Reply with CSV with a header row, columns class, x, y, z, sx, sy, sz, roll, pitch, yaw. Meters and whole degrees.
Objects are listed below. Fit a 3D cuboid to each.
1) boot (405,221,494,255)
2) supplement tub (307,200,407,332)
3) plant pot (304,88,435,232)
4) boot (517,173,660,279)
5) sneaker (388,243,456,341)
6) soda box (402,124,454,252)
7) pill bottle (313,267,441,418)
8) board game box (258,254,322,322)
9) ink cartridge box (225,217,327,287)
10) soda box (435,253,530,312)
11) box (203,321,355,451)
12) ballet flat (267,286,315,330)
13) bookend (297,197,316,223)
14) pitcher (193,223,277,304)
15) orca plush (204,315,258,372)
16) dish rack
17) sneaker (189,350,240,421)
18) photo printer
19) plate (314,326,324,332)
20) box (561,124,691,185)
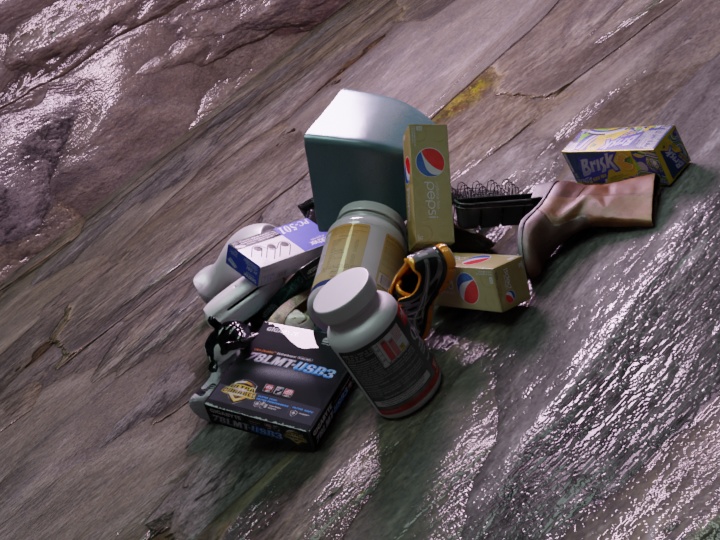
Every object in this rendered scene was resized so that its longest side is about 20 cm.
class,x,y,z,sx,sy,sz,roll,pitch,yaw
boot,0.138,-0.025,1.747,0.199,0.074,0.098,9,71,50
supplement tub,0.000,0.000,1.709,0.143,0.144,0.202,-15,46,37
plant pot,0.037,-0.192,1.837,0.197,0.198,0.197,6,37,21
boot,0.347,-0.064,1.556,0.198,0.069,0.189,0,43,32
sneaker,0.073,0.044,1.563,0.076,0.202,0.078,-6,40,-37
soda box,0.110,-0.134,1.685,0.067,0.203,0.064,0,-13,-9
pill bottle,0.023,0.103,1.471,0.115,0.201,0.116,-27,25,14
board game box,-0.097,0.018,1.860,0.135,0.028,0.200,-35,-5,-36
ink cartridge box,-0.143,-0.036,1.897,0.094,0.045,0.199,34,37,32
soda box,0.164,0.015,1.574,0.063,0.069,0.199,-22,15,-32
box,-0.114,0.175,1.623,0.197,0.050,0.199,10,46,27
ballet flat,-0.087,0.069,1.784,0.200,0.068,0.067,-43,31,-13
bookend,-0.035,-0.089,2.027,0.198,0.093,0.200,-26,26,23
pitcher,-0.233,-0.023,2.157,0.199,0.122,0.172,-33,6,32
orca plush,-0.236,0.112,1.722,0.105,0.071,0.200,-48,9,-7
dish rack,0.208,-0.120,1.744,0.151,0.055,0.200,-4,20,-12
sneaker,-0.202,0.189,1.758,0.198,0.075,0.116,-17,32,41
photo printer,-0.221,0.054,1.959,0.166,0.070,0.200,-36,2,-8
plate,-0.093,0.103,1.837,0.198,0.026,0.201,-30,24,15
box,0.419,-0.182,1.636,0.064,0.070,0.199,-43,25,-21
